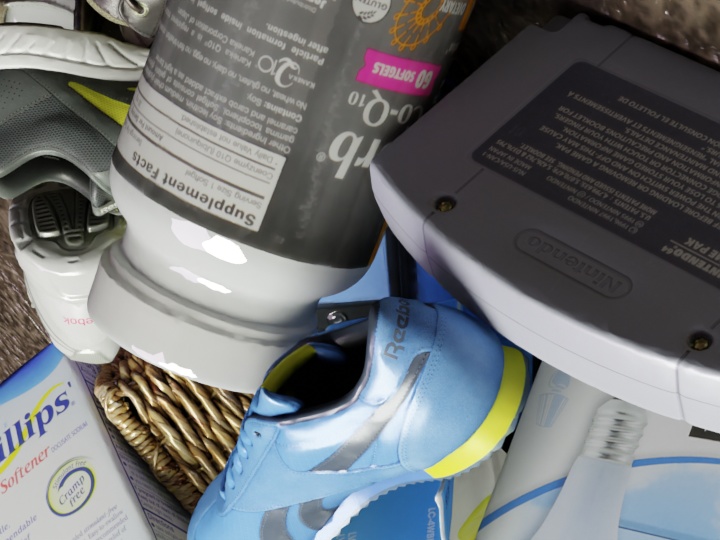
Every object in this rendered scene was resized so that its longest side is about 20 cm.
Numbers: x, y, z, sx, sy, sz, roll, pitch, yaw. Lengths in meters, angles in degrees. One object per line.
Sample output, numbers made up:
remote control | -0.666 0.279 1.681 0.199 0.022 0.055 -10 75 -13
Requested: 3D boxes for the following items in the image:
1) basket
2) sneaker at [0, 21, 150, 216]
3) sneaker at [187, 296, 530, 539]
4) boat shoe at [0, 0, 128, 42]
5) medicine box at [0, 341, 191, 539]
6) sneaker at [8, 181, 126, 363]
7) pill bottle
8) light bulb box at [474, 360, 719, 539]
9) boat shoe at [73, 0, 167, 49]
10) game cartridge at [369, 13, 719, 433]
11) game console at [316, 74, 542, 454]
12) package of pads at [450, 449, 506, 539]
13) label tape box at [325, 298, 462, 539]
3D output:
basket | -0.064 0.107 1.228 0.200 0.149 0.143 50 157 -8
sneaker | -0.096 -0.063 1.005 0.199 0.085 0.075 6 163 2
sneaker | -0.023 0.062 0.806 0.078 0.066 0.200 28 141 -24
boat shoe | -0.192 -0.131 1.173 0.200 0.068 0.075 10 137 55
medicine box | -0.127 0.169 1.195 0.182 0.103 0.200 41 -166 -50
sneaker | -0.153 -0.025 1.091 0.200 0.077 0.100 -97 6 -55
pill bottle | -0.033 -0.060 0.825 0.116 0.201 0.116 20 -165 -5
light bulb box | 0.142 0.139 0.811 0.124 0.201 0.198 28 167 -31
boat shoe | -0.103 -0.143 1.004 0.073 0.065 0.200 44 156 12
game cartridge | 0.106 -0.018 0.751 0.200 0.133 0.042 31 154 36
game console | 0.000 0.000 0.943 0.119 0.169 0.201 -94 0 -48
package of pads | 0.030 0.150 1.123 0.068 0.154 0.201 29 152 35
label tape box | 0.005 0.101 0.901 0.066 0.144 0.201 4 137 1
